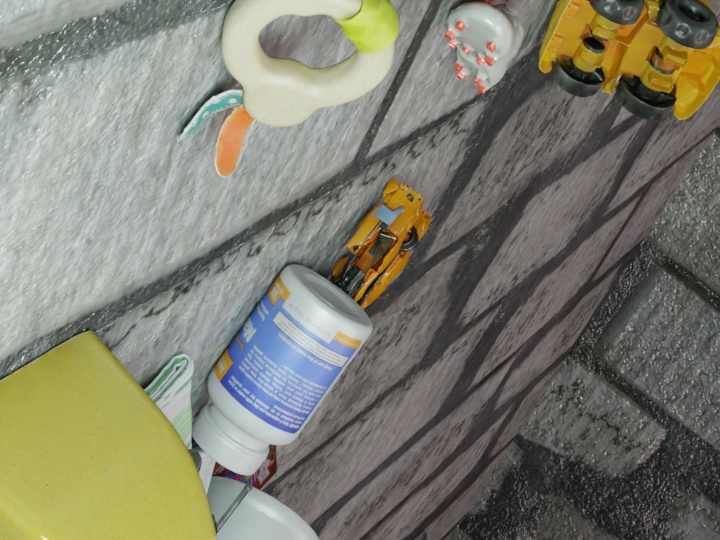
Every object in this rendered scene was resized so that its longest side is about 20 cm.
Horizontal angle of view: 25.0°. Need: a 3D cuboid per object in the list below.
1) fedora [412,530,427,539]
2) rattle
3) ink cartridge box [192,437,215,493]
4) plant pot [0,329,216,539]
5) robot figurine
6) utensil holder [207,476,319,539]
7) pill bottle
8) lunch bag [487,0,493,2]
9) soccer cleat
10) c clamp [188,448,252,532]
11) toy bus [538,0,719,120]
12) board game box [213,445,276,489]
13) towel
[{"bbox_3d":[0.123,0.715,3.787,0.177,0.090,0.201,-30,154,-56],"label":"fedora"},{"bbox_3d":[-0.060,-0.181,1.204,0.129,0.144,0.200,1,151,-32],"label":"rattle"},{"bbox_3d":[-0.219,0.277,1.651,0.162,0.057,0.202,-5,115,-70],"label":"ink cartridge box"},{"bbox_3d":[-0.231,0.209,1.278,0.194,0.200,0.196,-33,158,-50],"label":"plant pot"},{"bbox_3d":[0.000,0.000,1.761,0.200,0.058,0.145,-51,165,-5],"label":"robot figurine"},{"bbox_3d":[-0.161,0.364,1.834,0.201,0.169,0.170,-60,171,-28],"label":"utensil holder"},{"bbox_3d":[-0.086,0.104,1.644,0.201,0.112,0.112,-54,165,11],"label":"pill bottle"},{"bbox_3d":[0.160,-0.316,1.460,0.177,0.082,0.200,-53,164,23],"label":"lunch bag"},{"bbox_3d":[0.125,-0.234,1.578,0.078,0.069,0.200,-55,173,-5],"label":"soccer cleat"},{"bbox_3d":[-0.172,0.240,1.583,0.172,0.027,0.201,-59,160,-24],"label":"c clamp"},{"bbox_3d":[0.306,-0.291,1.848,0.193,0.198,0.136,-87,-163,-44],"label":"toy bus"},{"bbox_3d":[-0.143,0.248,1.999,0.103,0.019,0.200,-48,165,-20],"label":"board game box"},{"bbox_3d":[-0.195,0.198,1.540,0.149,0.030,0.202,-49,149,-48],"label":"towel"}]
